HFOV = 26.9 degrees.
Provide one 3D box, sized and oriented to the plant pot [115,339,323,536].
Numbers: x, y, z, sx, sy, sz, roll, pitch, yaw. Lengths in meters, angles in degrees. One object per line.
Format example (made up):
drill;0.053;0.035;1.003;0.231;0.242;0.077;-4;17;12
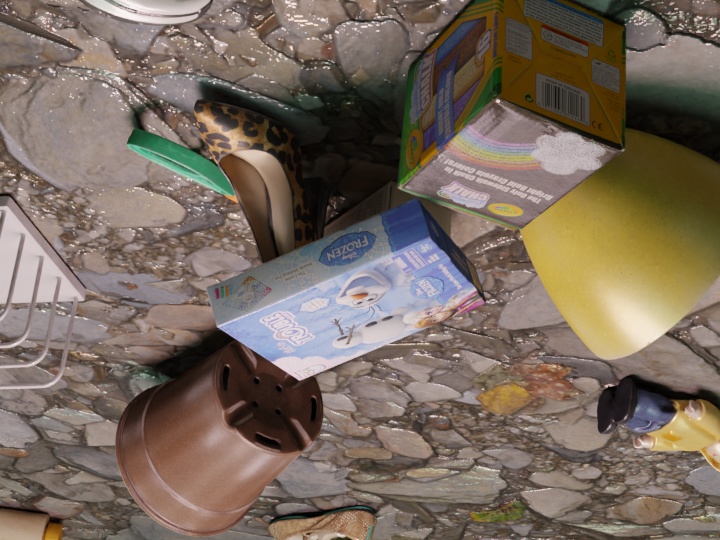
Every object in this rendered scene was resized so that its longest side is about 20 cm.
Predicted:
plant pot;-0.155;0.187;1.779;0.200;0.201;0.198;23;140;-27

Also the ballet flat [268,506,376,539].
ballet flat;-0.063;0.398;2.247;0.199;0.066;0.070;-18;144;37

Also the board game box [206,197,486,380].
board game box;-0.006;0.023;1.332;0.198;0.044;0.200;-22;157;12

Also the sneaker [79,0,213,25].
sneaker;-0.185;-0.254;1.101;0.200;0.076;0.115;22;149;-21

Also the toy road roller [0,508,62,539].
toy road roller;-0.544;0.458;2.429;0.122;0.146;0.201;9;114;-3

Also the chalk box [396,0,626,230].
chalk box;0.111;-0.123;1.230;0.124;0.124;0.200;18;150;-22

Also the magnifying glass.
magnifying glass;-0.138;-0.086;1.427;0.079;0.023;0.200;17;173;46

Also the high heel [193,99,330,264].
high heel;-0.093;-0.057;1.364;0.071;0.143;0.200;-12;146;33

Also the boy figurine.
boy figurine;0.377;0.191;1.793;0.199;0.065;0.124;23;144;-21

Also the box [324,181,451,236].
box;0.000;0.000;1.500;0.077;0.095;0.200;22;149;-28

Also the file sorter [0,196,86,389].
file sorter;-0.404;0.028;1.600;0.138;0.125;0.200;-3;149;15

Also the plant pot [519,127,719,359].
plant pot;0.217;-0.045;1.306;0.142;0.200;0.200;38;143;-12
